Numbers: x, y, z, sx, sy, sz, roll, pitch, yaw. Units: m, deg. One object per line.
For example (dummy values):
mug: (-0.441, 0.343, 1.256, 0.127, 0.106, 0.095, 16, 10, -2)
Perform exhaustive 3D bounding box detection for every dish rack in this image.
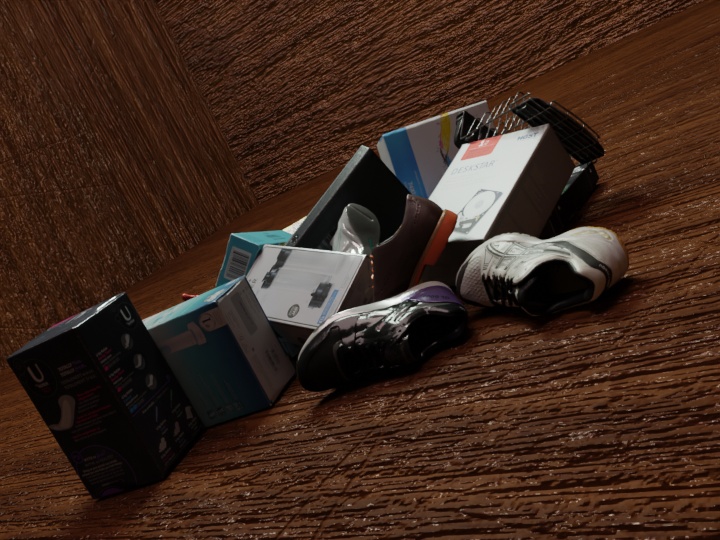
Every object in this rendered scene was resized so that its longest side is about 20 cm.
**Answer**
dish rack: (0.230, -0.181, 1.022, 0.199, 0.152, 0.055, -19, 45, 62)

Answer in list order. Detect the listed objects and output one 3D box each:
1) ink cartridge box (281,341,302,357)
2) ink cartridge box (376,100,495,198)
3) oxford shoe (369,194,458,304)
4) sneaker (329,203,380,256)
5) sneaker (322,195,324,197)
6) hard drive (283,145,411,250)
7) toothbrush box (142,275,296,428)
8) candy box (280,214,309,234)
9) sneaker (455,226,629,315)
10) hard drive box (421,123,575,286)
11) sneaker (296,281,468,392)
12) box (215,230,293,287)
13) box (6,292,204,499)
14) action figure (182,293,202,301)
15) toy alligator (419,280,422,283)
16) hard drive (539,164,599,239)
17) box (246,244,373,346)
ink cartridge box: (-0.089, 0.065, 1.132, 0.108, 0.051, 0.200, -32, 13, -12)
ink cartridge box: (0.148, -0.203, 1.377, 0.197, 0.148, 0.147, -19, 3, -1)
oxford shoe: (0.037, 0.007, 0.879, 0.202, 0.072, 0.071, -61, 1, 6)
sneaker: (0.000, 0.000, 1.064, 0.081, 0.070, 0.202, -53, 34, 36)
sneaker: (-0.021, -0.066, 1.359, 0.199, 0.075, 0.117, 12, -73, -58)
hard drive: (-0.011, -0.072, 1.164, 0.201, 0.139, 0.033, -52, 38, -5)
toothbrush box: (-0.205, 0.117, 0.954, 0.198, 0.148, 0.085, -23, 12, 26)
candy box: (-0.120, -0.027, 1.414, 0.199, 0.117, 0.056, -33, 54, -18)
sneaker: (0.165, 0.007, 0.758, 0.199, 0.076, 0.087, -16, 16, 45)
hard drive box: (0.162, -0.080, 0.962, 0.155, 0.077, 0.201, -6, 44, 51)
sneaker: (0.021, 0.077, 0.803, 0.198, 0.076, 0.088, -28, 17, -1)
box: (-0.147, -0.013, 1.143, 0.049, 0.083, 0.200, 21, 10, 13)
box: (-0.299, 0.149, 0.893, 0.121, 0.202, 0.106, -21, 14, 24)
action figure: (-0.191, 0.067, 1.257, 0.197, 0.066, 0.099, -2, -15, 0)
toy alligator: (0.043, 0.002, 1.093, 0.198, 0.055, 0.059, -20, 14, 33)
hard drive: (0.243, -0.086, 1.057, 0.139, 0.038, 0.200, -18, 15, 40)
box: (-0.073, 0.035, 0.981, 0.198, 0.060, 0.118, 8, 61, 43)
